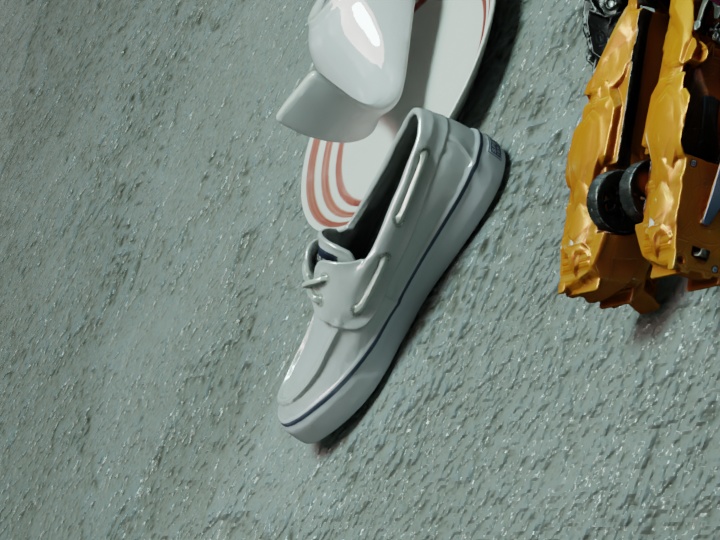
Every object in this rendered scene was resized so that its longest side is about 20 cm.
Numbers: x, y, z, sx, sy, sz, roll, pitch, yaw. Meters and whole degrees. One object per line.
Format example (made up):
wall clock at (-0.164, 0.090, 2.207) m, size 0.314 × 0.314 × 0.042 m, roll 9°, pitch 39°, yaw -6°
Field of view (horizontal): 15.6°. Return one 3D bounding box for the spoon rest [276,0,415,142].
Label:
spoon rest at (-0.002, -0.132, 1.576) m, size 0.099 × 0.061 × 0.200 m, roll -47°, pitch 13°, yaw 30°

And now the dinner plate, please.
dinner plate at (0.028, -0.108, 1.568) m, size 0.200 × 0.024 × 0.200 m, roll -49°, pitch 25°, yaw 32°

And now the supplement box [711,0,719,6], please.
supplement box at (0.194, -0.160, 1.025) m, size 0.103 × 0.200 × 0.131 m, roll -3°, pitch 62°, yaw 65°

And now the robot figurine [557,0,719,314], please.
robot figurine at (0.146, -0.084, 1.198) m, size 0.145 × 0.058 × 0.200 m, roll -13°, pitch 61°, yaw 61°

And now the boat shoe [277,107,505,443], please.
boat shoe at (0.000, 0.000, 1.445) m, size 0.200 × 0.065 × 0.074 m, roll -59°, pitch 22°, yaw 8°
